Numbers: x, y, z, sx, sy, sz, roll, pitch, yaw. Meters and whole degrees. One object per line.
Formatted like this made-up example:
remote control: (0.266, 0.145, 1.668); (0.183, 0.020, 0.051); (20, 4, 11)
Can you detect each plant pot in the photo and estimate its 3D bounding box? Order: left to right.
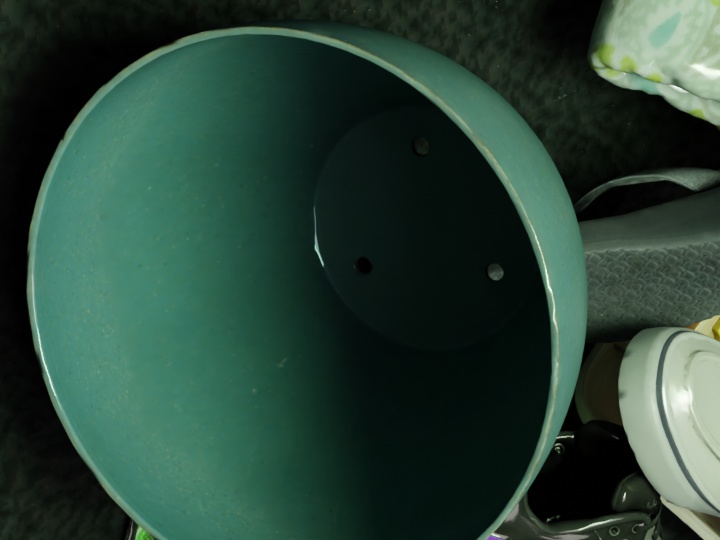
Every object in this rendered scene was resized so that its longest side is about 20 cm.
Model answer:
plant pot: (0.000, 0.000, 0.909); (0.135, 0.199, 0.202); (-32, 129, -61)

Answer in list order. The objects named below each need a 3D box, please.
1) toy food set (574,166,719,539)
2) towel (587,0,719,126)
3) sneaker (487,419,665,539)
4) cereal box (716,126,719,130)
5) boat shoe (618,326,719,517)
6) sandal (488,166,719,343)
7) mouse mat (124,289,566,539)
toy food set: (0.194, 0.026, 1.100); (0.143, 0.060, 0.201); (40, 84, -36)
towel: (0.204, -0.123, 0.998); (0.199, 0.048, 0.172); (21, 76, -9)
sneaker: (0.100, 0.115, 1.044); (0.199, 0.070, 0.100); (21, 113, -40)
cereal box: (0.235, -0.104, 1.047); (0.200, 0.040, 0.144); (-39, 91, -16)
boat shoe: (0.180, 0.082, 1.035); (0.200, 0.065, 0.072); (43, 52, -36)
sandal: (0.136, -0.016, 1.002); (0.076, 0.199, 0.043); (48, 34, -52)
mouse mat: (-0.004, 0.093, 1.033); (0.199, 0.008, 0.162); (7, 103, -33)
